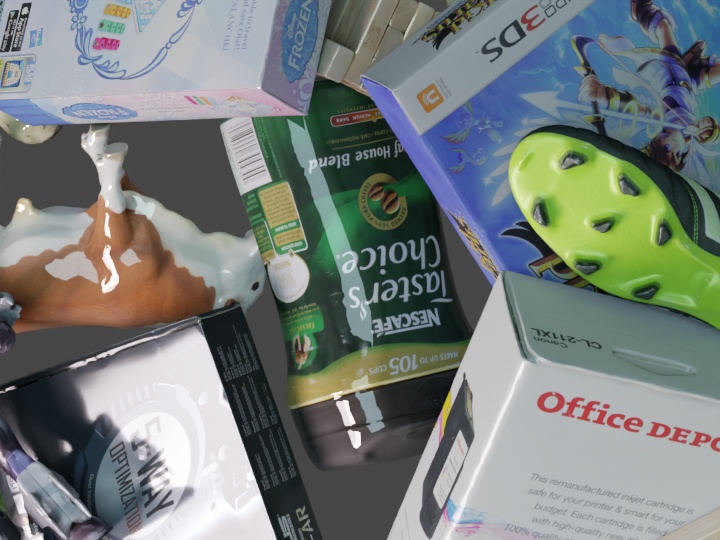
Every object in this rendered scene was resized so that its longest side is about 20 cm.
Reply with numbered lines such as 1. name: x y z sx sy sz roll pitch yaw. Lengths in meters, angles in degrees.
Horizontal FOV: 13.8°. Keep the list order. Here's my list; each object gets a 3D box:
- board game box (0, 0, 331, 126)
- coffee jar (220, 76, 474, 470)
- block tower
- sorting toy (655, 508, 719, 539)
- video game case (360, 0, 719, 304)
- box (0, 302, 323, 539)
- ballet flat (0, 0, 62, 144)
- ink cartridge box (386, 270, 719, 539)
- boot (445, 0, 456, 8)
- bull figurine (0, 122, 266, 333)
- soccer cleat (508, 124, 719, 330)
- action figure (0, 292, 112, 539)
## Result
1. board game box: -0.091 -0.176 1.522 0.199 0.043 0.201 0 72 42
2. coffee jar: 0.000 0.000 1.544 0.104 0.085 0.201 -12 87 -34
3. block tower: 0.066 -0.087 1.512 0.200 0.054 0.058 24 92 -25
4. sorting toy: 0.183 0.228 1.447 0.199 0.070 0.199 -27 112 10
5. video game case: 0.125 -0.070 1.485 0.181 0.045 0.200 -38 115 -9
6. box: -0.103 0.135 1.554 0.160 0.043 0.201 -18 90 31
7. ballet flat: -0.194 -0.167 1.602 0.066 0.057 0.201 -9 87 9
8. ink cartridge box: 0.107 0.114 1.474 0.145 0.083 0.201 14 120 -15
9. boot: 0.099 -0.209 1.553 0.154 0.072 0.201 -16 87 11
10. bull figurine: -0.147 -0.014 1.574 0.199 0.065 0.122 -9 116 14
11. soccer cleat: 0.160 -0.014 1.456 0.200 0.081 0.068 29 113 -7
12. action figure: -0.213 0.075 1.529 0.130 0.069 0.200 -38 90 1
